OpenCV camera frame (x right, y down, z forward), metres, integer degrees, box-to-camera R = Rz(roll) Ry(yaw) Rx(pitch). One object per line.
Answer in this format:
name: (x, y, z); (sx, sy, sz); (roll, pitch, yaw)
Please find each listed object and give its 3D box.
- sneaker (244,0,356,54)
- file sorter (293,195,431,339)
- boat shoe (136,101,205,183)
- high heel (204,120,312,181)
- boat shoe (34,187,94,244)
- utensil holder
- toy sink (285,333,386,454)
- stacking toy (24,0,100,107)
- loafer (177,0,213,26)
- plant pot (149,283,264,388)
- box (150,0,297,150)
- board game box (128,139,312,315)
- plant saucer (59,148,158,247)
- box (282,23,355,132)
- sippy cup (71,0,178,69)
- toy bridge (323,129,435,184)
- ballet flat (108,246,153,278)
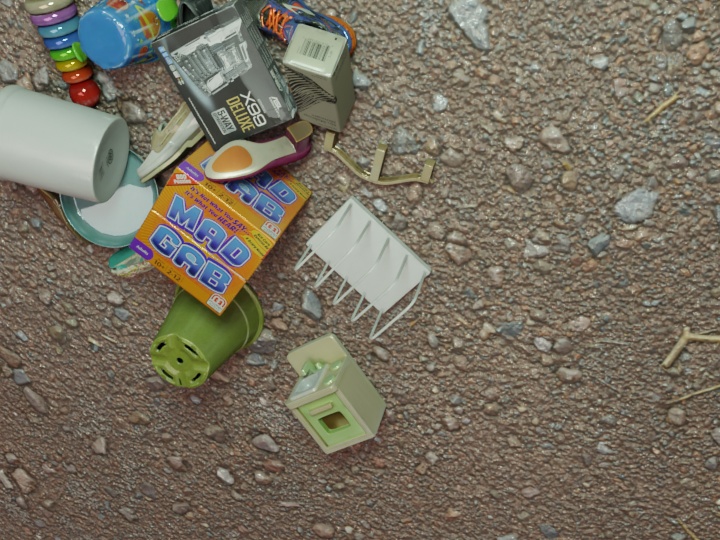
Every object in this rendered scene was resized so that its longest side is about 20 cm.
sneaker: (-0.105, -0.388, 1.240); (0.199, 0.079, 0.076); (21, 123, 5)
file sorter: (0.000, 0.000, 1.407); (0.200, 0.125, 0.139); (42, 122, -9)
boat shoe: (-0.338, -0.235, 1.415); (0.199, 0.075, 0.069); (-35, 99, 23)
high heel: (-0.170, -0.186, 1.317); (0.068, 0.199, 0.096); (54, 160, 9)
boat shoe: (-0.582, -0.139, 1.554); (0.067, 0.072, 0.201); (9, 138, 52)
utensil holder: (-0.535, -0.221, 1.397); (0.198, 0.170, 0.171); (14, 123, 1)
toy sink: (-0.063, 0.250, 1.580); (0.130, 0.112, 0.201); (-25, 109, 28)
stacking toy: (-0.511, -0.384, 1.382); (0.085, 0.086, 0.201); (0, 126, 17)
loafer: (-0.263, -0.358, 1.314); (0.067, 0.071, 0.202); (-1, 119, 17)
plant pot: (-0.316, 0.127, 1.544); (0.198, 0.190, 0.201); (8, 122, 13)
box: (-0.214, -0.312, 1.264); (0.157, 0.050, 0.201); (-16, 121, 20)
board game box: (-0.242, -0.091, 1.385); (0.199, 0.200, 0.200); (37, 124, -6)
plant saucer: (-0.477, -0.145, 1.505); (0.198, 0.027, 0.202); (2, 105, 8)
box: (-0.060, -0.292, 1.218); (0.082, 0.069, 0.200); (19, 168, 9)
sippy cup: (-0.392, -0.395, 1.297); (0.139, 0.131, 0.178); (34, 124, -3)
toy bridge: (0.032, -0.183, 1.348); (0.198, 0.027, 0.068); (20, 126, 6)
ballet flat: (-0.416, -0.034, 1.565); (0.199, 0.076, 0.064); (-17, 144, 30)
